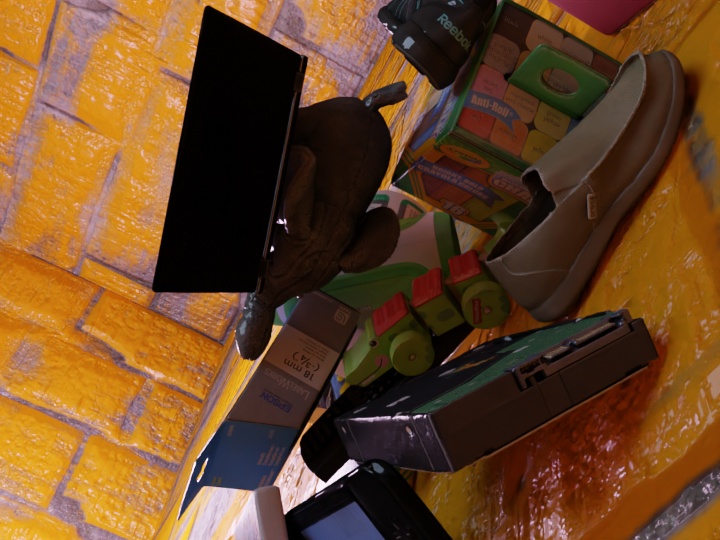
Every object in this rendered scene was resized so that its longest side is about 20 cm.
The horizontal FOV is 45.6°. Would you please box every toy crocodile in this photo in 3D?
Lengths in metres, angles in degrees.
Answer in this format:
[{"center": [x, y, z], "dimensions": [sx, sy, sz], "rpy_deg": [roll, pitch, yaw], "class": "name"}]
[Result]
[{"center": [0.061, 0.029, 0.720], "dimensions": [0.199, 0.062, 0.068], "rpy_deg": [-35, 25, 17], "class": "toy crocodile"}]

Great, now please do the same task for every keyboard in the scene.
[{"center": [0.029, 0.104, 0.745], "dimensions": [0.200, 0.021, 0.127], "rpy_deg": [-46, 26, -5], "class": "keyboard"}]

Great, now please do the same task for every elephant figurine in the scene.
[{"center": [-0.033, -0.042, 0.732], "dimensions": [0.156, 0.139, 0.202], "rpy_deg": [91, -178, -50], "class": "elephant figurine"}]

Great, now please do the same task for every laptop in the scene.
[{"center": [-0.118, -0.086, 0.666], "dimensions": [0.199, 0.114, 0.190], "rpy_deg": [19, 97, 59], "class": "laptop"}]

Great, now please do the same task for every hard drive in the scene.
[{"center": [0.071, 0.077, 0.530], "dimensions": [0.138, 0.038, 0.200], "rpy_deg": [-24, -4, -19], "class": "hard drive"}]

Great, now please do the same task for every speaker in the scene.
[{"center": [0.000, 0.000, 0.847], "dimensions": [0.088, 0.197, 0.090], "rpy_deg": [-12, -90, -79], "class": "speaker"}]

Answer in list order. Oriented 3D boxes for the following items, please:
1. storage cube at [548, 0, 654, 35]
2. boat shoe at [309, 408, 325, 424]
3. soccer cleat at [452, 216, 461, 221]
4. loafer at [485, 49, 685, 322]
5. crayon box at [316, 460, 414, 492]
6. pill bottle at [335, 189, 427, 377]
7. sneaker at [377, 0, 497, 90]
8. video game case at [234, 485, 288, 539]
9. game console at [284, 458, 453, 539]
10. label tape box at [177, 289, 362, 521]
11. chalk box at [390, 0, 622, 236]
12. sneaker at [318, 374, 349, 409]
[{"center": [0.197, -0.332, 0.682], "dimensions": [0.173, 0.178, 0.200], "rpy_deg": [-67, 12, -16], "class": "storage cube"}, {"center": [-0.060, 0.097, 1.102], "dimensions": [0.062, 0.072, 0.203], "rpy_deg": [-146, 51, -63], "class": "boat shoe"}, {"center": [0.147, -0.137, 0.841], "dimensions": [0.076, 0.066, 0.202], "rpy_deg": [33, 92, 48], "class": "soccer cleat"}, {"center": [0.151, -0.063, 0.584], "dimensions": [0.202, 0.067, 0.076], "rpy_deg": [-64, 10, 5], "class": "loafer"}, {"center": [-0.002, 0.210, 0.761], "dimensions": [0.126, 0.051, 0.201], "rpy_deg": [-56, 14, 39], "class": "crayon box"}, {"center": [0.014, 0.015, 0.969], "dimensions": [0.113, 0.112, 0.202], "rpy_deg": [-52, 15, 48], "class": "pill bottle"}, {"center": [0.067, -0.205, 0.706], "dimensions": [0.079, 0.075, 0.201], "rpy_deg": [-46, 20, 15], "class": "sneaker"}, {"center": [-0.065, 0.283, 0.653], "dimensions": [0.182, 0.023, 0.203], "rpy_deg": [117, 144, -63], "class": "video game case"}, {"center": [-0.004, 0.239, 0.540], "dimensions": [0.116, 0.176, 0.200], "rpy_deg": [-36, -6, -33], "class": "game console"}, {"center": [-0.081, 0.133, 0.777], "dimensions": [0.201, 0.063, 0.145], "rpy_deg": [-60, -3, -38], "class": "label tape box"}, {"center": [0.125, -0.120, 0.696], "dimensions": [0.125, 0.123, 0.200], "rpy_deg": [-66, 9, -13], "class": "chalk box"}, {"center": [-0.058, 0.074, 1.018], "dimensions": [0.082, 0.203, 0.071], "rpy_deg": [-11, 6, 32], "class": "sneaker"}]
